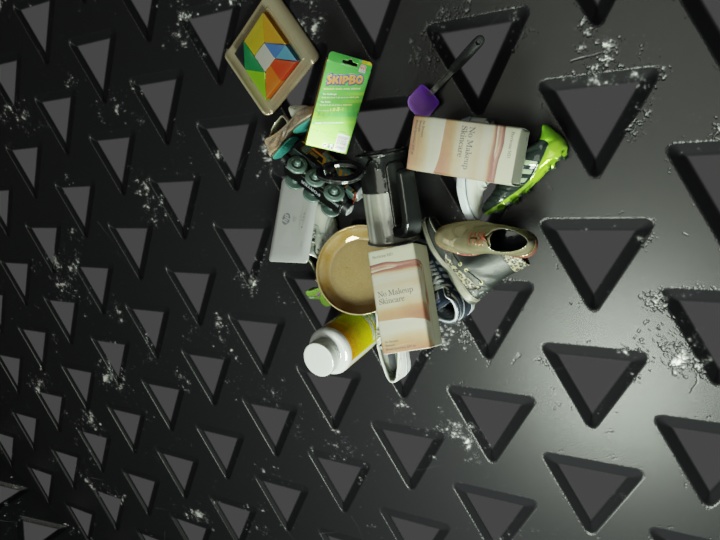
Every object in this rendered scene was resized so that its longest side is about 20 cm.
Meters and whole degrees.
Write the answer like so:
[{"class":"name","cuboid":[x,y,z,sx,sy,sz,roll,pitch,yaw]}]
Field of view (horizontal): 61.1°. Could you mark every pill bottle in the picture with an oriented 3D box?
[{"class":"pill bottle","cuboid":[-0.043,0.163,1.388,0.108,0.200,0.111,10,112,27]}]

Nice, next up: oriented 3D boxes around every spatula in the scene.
[{"class":"spatula","cuboid":[0.166,-0.375,1.181,0.056,0.021,0.200,44,122,-4]}]

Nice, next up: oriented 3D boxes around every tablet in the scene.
[{"class":"tablet","cuboid":[-0.153,-0.118,1.408,0.129,0.014,0.203,3,80,40]}]

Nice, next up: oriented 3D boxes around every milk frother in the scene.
[{"class":"milk frother","cuboid":[0.019,-0.140,1.236,0.197,0.181,0.191,-9,104,-1]}]

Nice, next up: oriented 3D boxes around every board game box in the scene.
[{"class":"board game box","cuboid":[-0.048,-0.352,1.285,0.094,0.030,0.202,10,121,-17]}]

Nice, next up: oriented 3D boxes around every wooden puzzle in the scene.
[{"class":"wooden puzzle","cuboid":[-0.206,-0.480,1.362,0.199,0.037,0.186,-37,86,35]}]

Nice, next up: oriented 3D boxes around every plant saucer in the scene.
[{"class":"plant saucer","cuboid":[0.000,0.000,1.362,0.197,0.035,0.203,-1,81,9]}]

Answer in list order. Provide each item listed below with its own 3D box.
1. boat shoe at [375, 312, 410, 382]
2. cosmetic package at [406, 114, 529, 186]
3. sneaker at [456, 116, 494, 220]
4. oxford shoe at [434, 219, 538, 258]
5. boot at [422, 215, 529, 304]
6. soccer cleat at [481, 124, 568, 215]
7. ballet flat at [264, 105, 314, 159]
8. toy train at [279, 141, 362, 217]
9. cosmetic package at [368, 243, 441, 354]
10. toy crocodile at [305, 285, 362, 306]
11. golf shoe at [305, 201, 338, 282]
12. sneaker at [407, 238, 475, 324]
[{"class":"boat shoe","cuboid":[0.069,0.160,1.397,0.073,0.065,0.202,-8,104,34]},{"class":"cosmetic package","cuboid":[0.194,-0.218,1.109,0.198,0.087,0.105,12,101,23]},{"class":"sneaker","cuboid":[0.229,-0.193,1.176,0.070,0.073,0.203,5,109,33]},{"class":"oxford shoe","cuboid":[0.230,-0.064,1.151,0.198,0.075,0.071,3,87,24]},{"class":"boot","cuboid":[0.230,-0.052,1.232,0.153,0.073,0.205,-35,85,29]},{"class":"soccer cleat","cuboid":[0.298,-0.185,1.149,0.200,0.067,0.081,-44,72,28]},{"class":"ballet flat","cuboid":[-0.151,-0.327,1.367,0.199,0.068,0.068,-31,82,33]},{"class":"toy train","cuboid":[-0.080,-0.205,1.336,0.199,0.114,0.085,38,152,12]},{"class":"cosmetic package","cuboid":[0.088,0.056,1.202,0.102,0.087,0.203,-13,83,23]},{"class":"toy crocodile","cuboid":[-0.037,0.049,1.427,0.198,0.067,0.063,2,104,28]},{"class":"golf shoe","cuboid":[-0.096,-0.068,1.404,0.078,0.097,0.202,-17,96,36]},{"class":"sneaker","cuboid":[0.154,0.023,1.276,0.201,0.108,0.070,51,124,6]}]
